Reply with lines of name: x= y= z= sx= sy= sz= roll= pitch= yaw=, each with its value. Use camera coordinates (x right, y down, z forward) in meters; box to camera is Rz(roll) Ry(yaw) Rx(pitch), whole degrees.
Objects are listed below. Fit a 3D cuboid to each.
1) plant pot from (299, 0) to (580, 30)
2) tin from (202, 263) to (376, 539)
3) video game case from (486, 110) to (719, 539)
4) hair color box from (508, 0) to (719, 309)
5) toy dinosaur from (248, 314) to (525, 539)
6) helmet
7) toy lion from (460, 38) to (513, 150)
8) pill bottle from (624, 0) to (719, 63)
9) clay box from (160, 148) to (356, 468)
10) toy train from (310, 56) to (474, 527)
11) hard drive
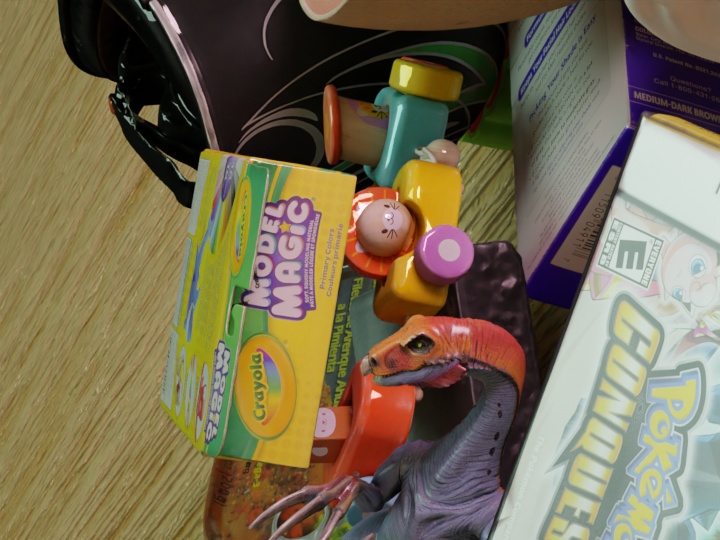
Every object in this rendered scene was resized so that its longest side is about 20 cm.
plant pot: x=0.067 y=-0.182 z=1.132 sx=0.200 sy=0.134 sz=0.201 roll=-168 pitch=90 yaw=-75
tin: x=-0.014 y=0.080 z=1.416 sx=0.112 sy=0.042 sz=0.200 roll=-15 pitch=46 yaw=28
video game case: x=0.126 y=0.069 z=0.928 sx=0.181 sy=0.025 sz=0.201 roll=28 pitch=102 yaw=45
hair color box: x=0.112 y=-0.088 z=1.222 sx=0.109 sy=0.065 sz=0.200 roll=121 pitch=157 yaw=-44
toy dinosaur: x=0.017 y=0.091 z=1.110 sx=0.200 sy=0.105 sz=0.182 roll=-69 pitch=3 yaw=-75
helmet: x=-0.025 y=-0.120 z=1.330 sx=0.200 sy=0.190 sz=0.200 roll=49 pitch=155 yaw=32
toy lion: x=0.080 y=-0.165 z=1.440 sx=0.200 sy=0.068 sz=0.192 roll=-100 pitch=23 yaw=-59
pill bottle: x=0.166 y=-0.181 z=1.045 sx=0.111 sy=0.111 sz=0.201 roll=150 pitch=135 yaw=-68
clay box: x=-0.042 y=0.012 z=1.144 sx=0.200 sy=0.047 sz=0.115 roll=-157 pitch=76 yaw=-79
toy train: x=0.000 y=0.000 z=1.194 sx=0.150 sy=0.055 sz=0.200 roll=113 pitch=163 yaw=-45
hard drive: x=0.040 y=0.068 z=1.249 sx=0.200 sy=0.033 sz=0.140 roll=152 pitch=110 yaw=-75
